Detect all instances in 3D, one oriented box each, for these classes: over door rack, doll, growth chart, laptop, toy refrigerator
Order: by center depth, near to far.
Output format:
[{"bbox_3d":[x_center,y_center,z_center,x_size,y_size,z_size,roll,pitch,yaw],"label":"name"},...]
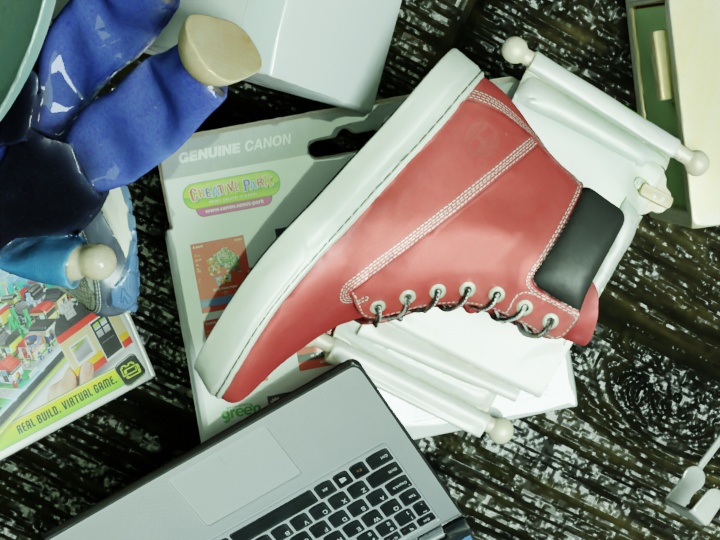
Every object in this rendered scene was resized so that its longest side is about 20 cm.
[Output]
[{"bbox_3d":[-0.135,-0.061,0.608,0.199,0.048,0.137,-34,85,30],"label":"doll"},{"bbox_3d":[-0.026,0.185,0.728,0.186,0.116,0.201,-30,125,6],"label":"laptop"},{"bbox_3d":[0.068,-0.016,0.734,0.144,0.018,0.201,35,89,-9],"label":"growth chart"},{"bbox_3d":[0.184,-0.129,0.791,0.069,0.076,0.203,-8,99,-6],"label":"toy refrigerator"},{"bbox_3d":[0.267,0.102,0.826,0.148,0.067,0.201,41,69,-10],"label":"over door rack"}]

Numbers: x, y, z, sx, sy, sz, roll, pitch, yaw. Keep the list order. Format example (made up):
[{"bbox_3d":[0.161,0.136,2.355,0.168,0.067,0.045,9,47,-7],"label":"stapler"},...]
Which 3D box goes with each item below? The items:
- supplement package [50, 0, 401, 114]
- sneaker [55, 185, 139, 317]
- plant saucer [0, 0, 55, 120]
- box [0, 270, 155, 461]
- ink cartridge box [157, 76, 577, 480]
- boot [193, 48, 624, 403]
[{"bbox_3d":[-0.085,-0.177,0.676,0.198,0.151,0.153,17,95,16],"label":"supplement package"},{"bbox_3d":[-0.176,-0.031,0.699,0.085,0.200,0.078,-22,133,-32],"label":"sneaker"},{"bbox_3d":[-0.175,-0.123,0.588,0.199,0.039,0.204,-4,83,36],"label":"plant saucer"},{"bbox_3d":[-0.213,0.049,0.736,0.199,0.035,0.111,-29,102,-31],"label":"box"},{"bbox_3d":[0.000,0.000,0.777,0.198,0.084,0.178,-10,96,-7],"label":"ink cartridge box"},{"bbox_3d":[0.029,0.015,0.686,0.144,0.072,0.200,44,84,-3],"label":"boot"}]
